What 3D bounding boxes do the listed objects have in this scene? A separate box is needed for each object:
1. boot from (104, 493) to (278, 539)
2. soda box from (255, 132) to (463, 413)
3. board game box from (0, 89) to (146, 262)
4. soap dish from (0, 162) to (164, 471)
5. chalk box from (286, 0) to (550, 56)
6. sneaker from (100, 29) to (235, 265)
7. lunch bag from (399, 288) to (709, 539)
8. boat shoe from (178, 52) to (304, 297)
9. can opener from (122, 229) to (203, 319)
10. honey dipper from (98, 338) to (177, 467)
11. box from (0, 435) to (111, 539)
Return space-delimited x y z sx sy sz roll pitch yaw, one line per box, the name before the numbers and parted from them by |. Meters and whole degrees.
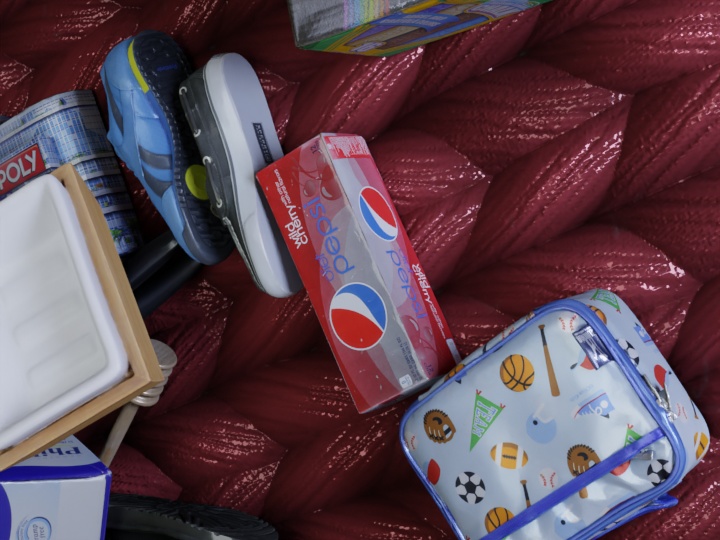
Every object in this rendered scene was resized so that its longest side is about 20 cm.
boot | -0.151 0.273 1.235 0.211 0.079 0.158 1 90 43
soda box | 0.000 0.000 1.119 0.070 0.063 0.200 -29 79 31
board game box | -0.304 -0.071 1.307 0.200 0.062 0.200 -26 82 32
soap dish | -0.250 0.039 1.190 0.157 0.081 0.200 -31 68 17
chalk box | 0.056 -0.233 1.022 0.200 0.124 0.125 -13 88 32
sneaker | -0.158 -0.092 1.214 0.078 0.066 0.200 -29 79 41
lunch bag | 0.136 0.116 1.040 0.200 0.076 0.160 -38 77 31
boat shoe | -0.092 -0.070 1.170 0.057 0.069 0.200 -22 76 30
can opener | -0.202 0.030 1.258 0.200 0.063 0.079 -35 50 21
honey dipper | -0.212 0.145 1.292 0.038 0.038 0.200 41 119 22
box | -0.303 0.225 1.274 0.200 0.105 0.184 26 111 55
